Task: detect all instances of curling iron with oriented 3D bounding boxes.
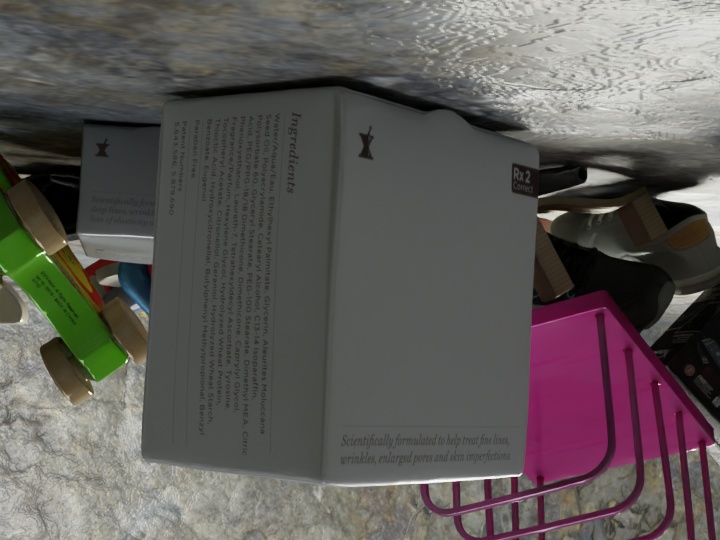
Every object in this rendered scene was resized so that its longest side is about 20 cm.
[{"bbox_3d":[0.091,-0.057,1.119,0.049,0.026,0.199,-20,-176,-31],"label":"curling iron"}]

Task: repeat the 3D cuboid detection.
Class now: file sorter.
[{"bbox_3d":[0.136,0.130,1.021,0.138,0.127,0.200,-17,142,25],"label":"file sorter"}]

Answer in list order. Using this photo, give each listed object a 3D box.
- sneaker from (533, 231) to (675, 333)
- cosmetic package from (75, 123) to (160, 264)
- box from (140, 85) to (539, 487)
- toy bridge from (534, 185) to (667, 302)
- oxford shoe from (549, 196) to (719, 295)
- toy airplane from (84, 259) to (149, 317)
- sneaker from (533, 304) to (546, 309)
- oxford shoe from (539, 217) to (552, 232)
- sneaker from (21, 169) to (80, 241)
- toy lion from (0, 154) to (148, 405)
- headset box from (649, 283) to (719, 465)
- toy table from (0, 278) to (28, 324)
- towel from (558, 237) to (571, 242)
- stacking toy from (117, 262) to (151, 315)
[{"bbox_3d":[0.135,0.009,1.155,0.199,0.076,0.080,-1,135,43],"label":"sneaker"},{"bbox_3d":[-0.137,-0.046,1.056,0.100,0.075,0.200,3,177,-7],"label":"cosmetic package"},{"bbox_3d":[-0.006,0.014,0.886,0.130,0.202,0.198,0,175,37],"label":"box"},{"bbox_3d":[0.121,-0.013,1.080,0.199,0.068,0.027,-29,180,-22],"label":"toy bridge"},{"bbox_3d":[0.208,-0.032,1.205,0.075,0.058,0.200,-28,-160,-16],"label":"oxford shoe"},{"bbox_3d":[-0.159,0.017,1.484,0.198,0.143,0.199,4,175,-15],"label":"toy airplane"},{"bbox_3d":[0.053,0.051,1.092,0.198,0.077,0.081,-9,137,-1],"label":"sneaker"},{"bbox_3d":[0.069,-0.015,1.344,0.198,0.075,0.071,4,179,-4],"label":"oxford shoe"},{"bbox_3d":[-0.251,-0.049,1.207,0.197,0.061,0.104,-2,178,-6],"label":"sneaker"},{"bbox_3d":[-0.221,-0.020,1.046,0.068,0.192,0.201,-33,139,-4],"label":"toy lion"},{"bbox_3d":[0.320,0.053,1.138,0.149,0.200,0.077,48,170,-4],"label":"headset box"},{"bbox_3d":[-0.392,-0.010,1.425,0.198,0.119,0.184,0,176,20],"label":"toy table"},{"bbox_3d":[0.068,0.004,1.298,0.190,0.035,0.201,12,150,3],"label":"towel"},{"bbox_3d":[-0.084,-0.025,1.237,0.199,0.117,0.110,-25,121,38],"label":"stacking toy"}]
